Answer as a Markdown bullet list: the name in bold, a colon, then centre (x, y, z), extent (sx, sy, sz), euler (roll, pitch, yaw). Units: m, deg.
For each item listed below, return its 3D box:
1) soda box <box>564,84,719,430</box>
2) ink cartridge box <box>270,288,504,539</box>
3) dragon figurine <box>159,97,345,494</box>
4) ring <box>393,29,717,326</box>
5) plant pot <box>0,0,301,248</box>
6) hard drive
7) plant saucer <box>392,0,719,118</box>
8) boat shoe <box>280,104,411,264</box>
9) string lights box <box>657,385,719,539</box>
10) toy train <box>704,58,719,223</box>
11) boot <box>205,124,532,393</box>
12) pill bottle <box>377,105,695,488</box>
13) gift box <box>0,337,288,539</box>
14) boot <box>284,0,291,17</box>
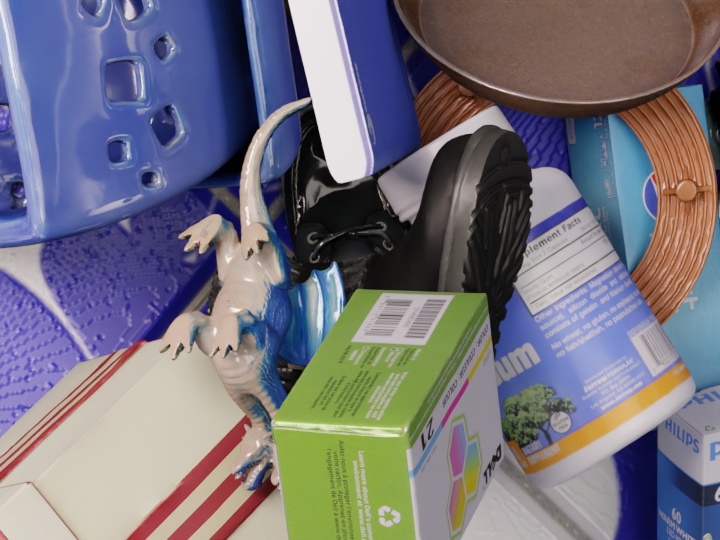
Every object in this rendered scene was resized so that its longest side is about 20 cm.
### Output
- **soda box**: centre (0.176, -0.008, 1.811), extent (0.067, 0.064, 0.201), euler (-8, 93, -21)
- **ink cartridge box**: centre (0.022, 0.130, 1.555), extent (0.075, 0.148, 0.201), euler (2, 118, 19)
- **dragon figurine**: centre (-0.047, 0.018, 1.564), extent (0.099, 0.059, 0.201), euler (35, 58, -51)
- **ring**: centre (0.110, -0.041, 1.764), extent (0.199, 0.019, 0.202), euler (0, 94, 6)
- **plant pot**: centre (-0.148, -0.123, 1.623), extent (0.179, 0.200, 0.201), euler (-11, 94, -27)
- **hard drive**: centre (-0.003, -0.122, 1.654), extent (0.025, 0.200, 0.133), euler (-13, 94, 10)
- **plant saucer**: centre (0.115, -0.152, 1.749), extent (0.199, 0.201, 0.035), euler (-16, 139, -20)
- **boat shoe**: centre (-0.001, 0.002, 1.735), extent (0.074, 0.066, 0.201), euler (-9, 95, 0)
- **string lights box**: centre (0.234, 0.167, 1.800), extent (0.102, 0.059, 0.201), euler (-12, 116, -20)
- **toy train**: centre (0.278, -0.048, 1.845), extent (0.114, 0.085, 0.201), euler (-21, 97, -29)
- **boot**: centre (-0.001, 0.001, 1.638), extent (0.157, 0.079, 0.212), euler (21, 114, 20)
- **pill bottle**: centre (0.094, 0.013, 1.703), extent (0.112, 0.112, 0.201), euler (-32, 89, -18)
- **gift box**: centre (-0.125, 0.168, 1.619), extent (0.187, 0.184, 0.200), euler (-43, 98, -27)
- **boot**: centre (-0.066, -0.243, 1.730), extent (0.075, 0.073, 0.201), euler (-14, 94, -46)
